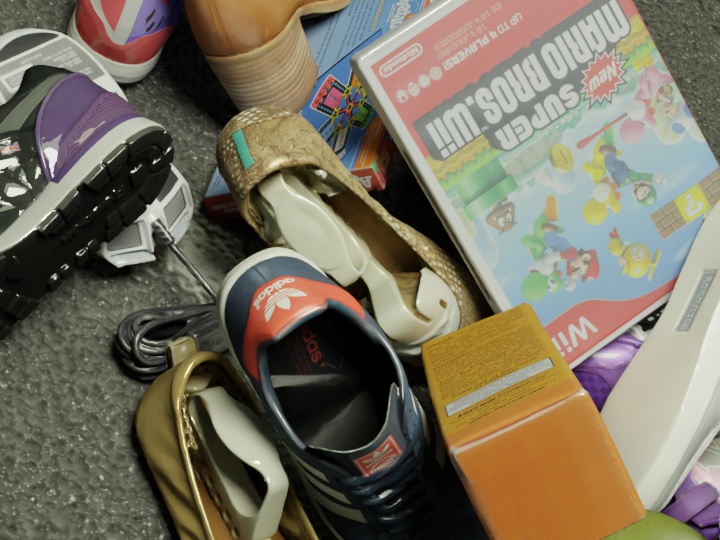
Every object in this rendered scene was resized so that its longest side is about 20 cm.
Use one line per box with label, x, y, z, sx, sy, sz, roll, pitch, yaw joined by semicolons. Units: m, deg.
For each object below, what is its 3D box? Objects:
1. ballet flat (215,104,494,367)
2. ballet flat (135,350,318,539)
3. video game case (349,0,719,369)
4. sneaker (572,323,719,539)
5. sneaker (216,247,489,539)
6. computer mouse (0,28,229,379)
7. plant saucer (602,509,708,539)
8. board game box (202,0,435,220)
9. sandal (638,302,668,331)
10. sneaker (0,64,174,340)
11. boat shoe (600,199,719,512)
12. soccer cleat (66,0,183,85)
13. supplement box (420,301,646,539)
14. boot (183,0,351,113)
ballet flat;0.000;0.000;0.905;0.200;0.070;0.065;41;20;-25
ballet flat;-0.046;0.126;0.807;0.069;0.063;0.200;-14;64;-39
video game case;0.102;-0.061;0.912;0.143;0.017;0.200;-34;107;-9
sneaker;0.172;0.105;0.961;0.200;0.081;0.089;34;51;-6
sneaker;0.005;0.083;0.815;0.075;0.085;0.200;-39;112;-5
computer mouse;-0.124;-0.037;0.907;0.110;0.044;0.200;-32;81;-40
plant saucer;0.150;0.207;0.809;0.200;0.031;0.201;19;64;-45
board game box;-0.015;-0.108;1.000;0.019;0.103;0.200;60;32;-35
sandal;0.155;0.001;1.055;0.076;0.043;0.201;-12;57;-11
sneaker;-0.186;-0.020;0.822;0.087;0.076;0.200;37;60;20
boat shoe;0.182;0.050;0.910;0.068;0.072;0.200;32;75;-20
soccer cleat;-0.117;-0.193;1.015;0.068;0.073;0.200;23;46;-14
supplement box;0.074;0.070;0.817;0.067;0.069;0.200;63;1;-10
boot;-0.060;-0.197;0.987;0.200;0.073;0.155;-88;161;-49
